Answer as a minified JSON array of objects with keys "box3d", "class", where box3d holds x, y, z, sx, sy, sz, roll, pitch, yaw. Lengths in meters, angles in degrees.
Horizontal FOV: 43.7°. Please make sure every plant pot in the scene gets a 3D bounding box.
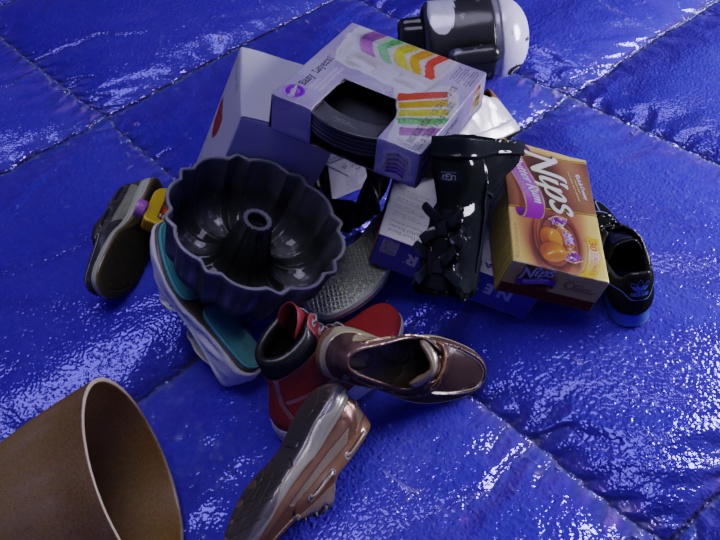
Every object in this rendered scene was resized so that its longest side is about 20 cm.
[{"box3d":[-0.288,0.221,0.800,0.197,0.188,0.188,-22,44,2],"class":"plant pot"}]

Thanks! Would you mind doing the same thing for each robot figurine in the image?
[{"box3d":[0.156,-0.346,1.359,0.196,0.125,0.153,-5,67,1],"class":"robot figurine"}]

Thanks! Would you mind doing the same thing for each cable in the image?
[{"box3d":[-0.030,-0.125,1.102,0.050,0.164,0.201,14,27,-39],"class":"cable"}]

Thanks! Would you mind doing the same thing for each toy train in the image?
[{"box3d":[-0.206,-0.046,1.143,0.150,0.056,0.200,42,46,6],"class":"toy train"}]

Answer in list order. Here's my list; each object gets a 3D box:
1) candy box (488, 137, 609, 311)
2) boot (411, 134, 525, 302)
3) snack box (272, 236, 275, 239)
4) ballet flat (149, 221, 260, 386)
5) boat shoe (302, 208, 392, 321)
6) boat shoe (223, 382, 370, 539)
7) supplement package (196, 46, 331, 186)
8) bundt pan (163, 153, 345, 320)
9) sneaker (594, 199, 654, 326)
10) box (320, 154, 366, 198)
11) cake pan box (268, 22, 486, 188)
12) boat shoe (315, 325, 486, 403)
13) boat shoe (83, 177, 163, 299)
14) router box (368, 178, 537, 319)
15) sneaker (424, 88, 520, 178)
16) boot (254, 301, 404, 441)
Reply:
[{"box3d":[0.210,-0.056,1.030,0.115,0.057,0.202,13,48,-10],"class":"candy box"},{"box3d":[0.116,-0.060,0.952,0.072,0.165,0.198,9,12,25],"class":"boot"},{"box3d":[-0.133,-0.033,1.071,0.197,0.025,0.072,1,7,-19],"class":"snack box"},{"box3d":[-0.182,0.043,0.983,0.069,0.069,0.201,-31,82,-25],"class":"ballet flat"},{"box3d":[0.000,0.000,1.059,0.074,0.063,0.200,34,50,11],"class":"boat shoe"},{"box3d":[-0.055,0.204,0.846,0.201,0.072,0.075,-55,19,-17],"class":"boat shoe"},{"box3d":[-0.120,-0.144,1.090,0.118,0.201,0.123,11,49,-21],"class":"supplement package"},{"box3d":[-0.120,-0.029,0.964,0.199,0.076,0.204,15,43,-15],"class":"bundt pan"},{"box3d":[0.295,-0.032,1.051,0.069,0.079,0.202,-10,44,-4],"class":"sneaker"},{"box3d":[-0.039,-0.195,1.267,0.115,0.061,0.200,-24,47,-18],"class":"box"},{"box3d":[0.021,-0.186,0.992,0.182,0.053,0.200,24,46,18],"class":"cake pan box"},{"box3d":[0.054,0.097,0.894,0.198,0.073,0.072,15,-4,-30],"class":"boat shoe"},{"box3d":[-0.306,-0.041,1.137,0.065,0.072,0.203,-3,44,19],"class":"boat shoe"},{"box3d":[0.124,-0.053,1.069,0.197,0.049,0.181,20,46,-3],"class":"router box"},{"box3d":[0.110,-0.170,1.072,0.199,0.072,0.085,-28,87,-48],"class":"sneaker"},{"box3d":[-0.027,0.067,0.936,0.072,0.146,0.200,21,47,34],"class":"boot"}]
